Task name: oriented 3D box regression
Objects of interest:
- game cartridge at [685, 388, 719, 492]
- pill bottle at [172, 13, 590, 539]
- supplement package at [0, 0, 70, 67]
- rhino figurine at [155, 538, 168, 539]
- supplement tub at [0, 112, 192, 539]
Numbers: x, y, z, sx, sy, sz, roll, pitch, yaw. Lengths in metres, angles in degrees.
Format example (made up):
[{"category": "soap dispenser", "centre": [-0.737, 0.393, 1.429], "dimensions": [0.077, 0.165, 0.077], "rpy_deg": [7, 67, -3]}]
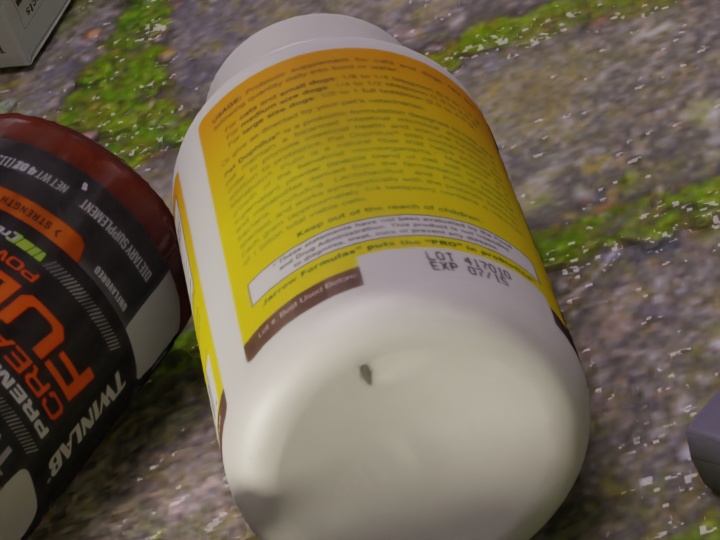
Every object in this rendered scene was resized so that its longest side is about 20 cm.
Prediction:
[{"category": "game cartridge", "centre": [0.203, 0.004, 0.831], "dimensions": [0.129, 0.038, 0.200], "rpy_deg": [11, 47, 45]}, {"category": "pill bottle", "centre": [0.000, 0.000, 0.884], "dimensions": [0.109, 0.109, 0.200], "rpy_deg": [-21, 35, 3]}, {"category": "supplement package", "centre": [-0.213, -0.203, 1.196], "dimensions": [0.151, 0.200, 0.151], "rpy_deg": [-4, 40, 26]}, {"category": "rhino figurine", "centre": [-0.020, 0.142, 0.749], "dimensions": [0.200, 0.060, 0.088], "rpy_deg": [23, 75, 45]}, {"category": "supplement tub", "centre": [-0.142, 0.048, 0.907], "dimensions": [0.107, 0.107, 0.200], "rpy_deg": [4, 44, 34]}]
